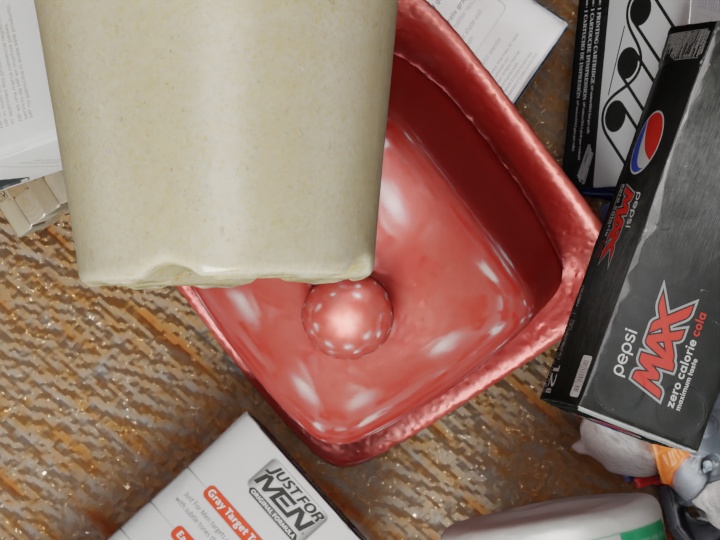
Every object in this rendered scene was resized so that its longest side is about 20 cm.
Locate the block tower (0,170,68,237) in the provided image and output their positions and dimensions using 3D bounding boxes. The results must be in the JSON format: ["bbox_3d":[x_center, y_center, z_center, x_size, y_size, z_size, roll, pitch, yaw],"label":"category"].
[{"bbox_3d":[-0.105,-0.097,1.427,0.200,0.054,0.058,-34,88,21],"label":"block tower"}]

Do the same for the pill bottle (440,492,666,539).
[{"bbox_3d":[0.110,0.217,1.403,0.113,0.113,0.200,-10,90,-5],"label":"pill bottle"}]

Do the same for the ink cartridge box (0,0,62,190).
[{"bbox_3d":[-0.211,-0.109,1.395,0.200,0.084,0.145,-16,83,32],"label":"ink cartridge box"}]

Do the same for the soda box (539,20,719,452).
[{"bbox_3d":[0.158,-0.017,1.375,0.071,0.063,0.200,21,87,-13],"label":"soda box"}]

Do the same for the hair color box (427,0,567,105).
[{"bbox_3d":[-0.003,-0.140,1.473,0.200,0.061,0.100,35,85,-1],"label":"hair color box"}]

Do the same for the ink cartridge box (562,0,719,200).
[{"bbox_3d":[0.156,-0.138,1.464,0.044,0.094,0.200,10,83,-33],"label":"ink cartridge box"}]

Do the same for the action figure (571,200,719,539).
[{"bbox_3d":[0.195,0.045,1.452,0.193,0.105,0.200,-20,87,-15],"label":"action figure"}]

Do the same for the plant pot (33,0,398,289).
[{"bbox_3d":[-0.063,-0.085,1.269,0.200,0.200,0.184,-1,88,-4],"label":"plant pot"}]

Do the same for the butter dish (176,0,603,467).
[{"bbox_3d":[0.000,0.000,1.386,0.199,0.148,0.200,-34,102,17],"label":"butter dish"}]

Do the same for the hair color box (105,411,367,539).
[{"bbox_3d":[-0.094,0.177,1.419,0.200,0.061,0.102,-42,74,-1],"label":"hair color box"}]
